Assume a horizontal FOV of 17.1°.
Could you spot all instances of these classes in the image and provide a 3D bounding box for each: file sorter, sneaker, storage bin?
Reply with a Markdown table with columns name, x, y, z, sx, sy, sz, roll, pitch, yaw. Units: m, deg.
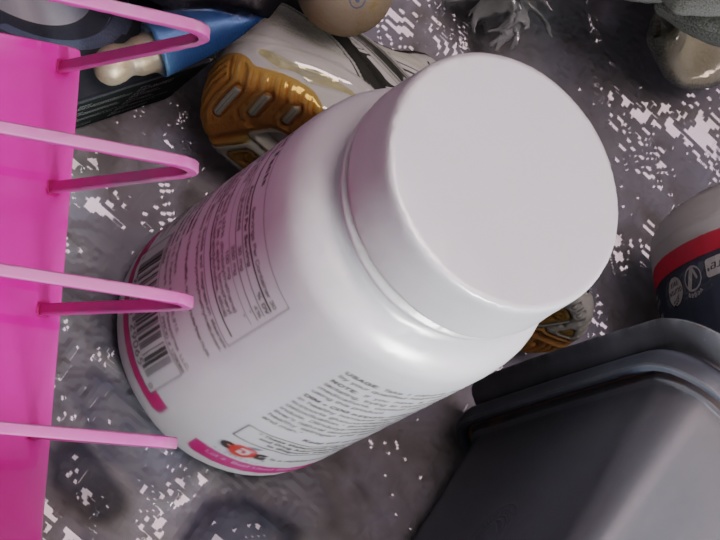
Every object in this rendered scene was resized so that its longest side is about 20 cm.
| name | x | y | z | sx | sy | sz | roll | pitch | yaw |
| --- | --- | --- | --- | --- | --- | --- | --- | --- | --- |
| file sorter | -0.137 | 0.005 | 0.811 | 0.139 | 0.125 | 0.200 | 8 | 83 | -37 |
| sneaker | 0.028 | -0.047 | 1.003 | 0.200 | 0.076 | 0.088 | 40 | 45 | -21 |
| storage bin | 0.093 | 0.125 | 0.914 | 0.146 | 0.200 | 0.134 | 43 | 66 | -11 |

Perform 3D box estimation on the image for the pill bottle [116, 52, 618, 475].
| name | x | y | z | sx | sy | sz | roll | pitch | yaw |
| --- | --- | --- | --- | --- | --- | --- | --- | --- | --- |
| pill bottle | 0.000 | 0.000 | 0.888 | 0.113 | 0.200 | 0.113 | 12 | 67 | -28 |

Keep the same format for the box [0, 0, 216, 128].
| name | x | y | z | sx | sy | sz | roll | pitch | yaw |
| --- | --- | --- | --- | --- | --- | --- | --- | --- | --- |
| box | -0.175 | -0.119 | 0.921 | 0.200 | 0.044 | 0.160 | -21 | 84 | -36 |

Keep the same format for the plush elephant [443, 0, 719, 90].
| name | x | y | z | sx | sy | sz | roll | pitch | yaw |
| --- | --- | --- | --- | --- | --- | --- | --- | --- | --- |
| plush elephant | 0.149 | -0.171 | 1.085 | 0.165 | 0.200 | 0.155 | 60 | 31 | 0 |

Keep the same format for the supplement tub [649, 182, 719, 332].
| name | x | y | z | sx | sy | sz | roll | pitch | yaw |
| --- | --- | --- | --- | --- | --- | --- | --- | --- | --- |
| supplement tub | 0.207 | 0.063 | 1.031 | 0.140 | 0.140 | 0.200 | 2 | 71 | -31 |

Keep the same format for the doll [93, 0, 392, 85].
| name | x | y | z | sx | sy | sz | roll | pitch | yaw |
| --- | --- | --- | --- | --- | --- | --- | --- | --- | --- |
| doll | -0.079 | -0.137 | 0.924 | 0.200 | 0.048 | 0.137 | 20 | 79 | -20 |
